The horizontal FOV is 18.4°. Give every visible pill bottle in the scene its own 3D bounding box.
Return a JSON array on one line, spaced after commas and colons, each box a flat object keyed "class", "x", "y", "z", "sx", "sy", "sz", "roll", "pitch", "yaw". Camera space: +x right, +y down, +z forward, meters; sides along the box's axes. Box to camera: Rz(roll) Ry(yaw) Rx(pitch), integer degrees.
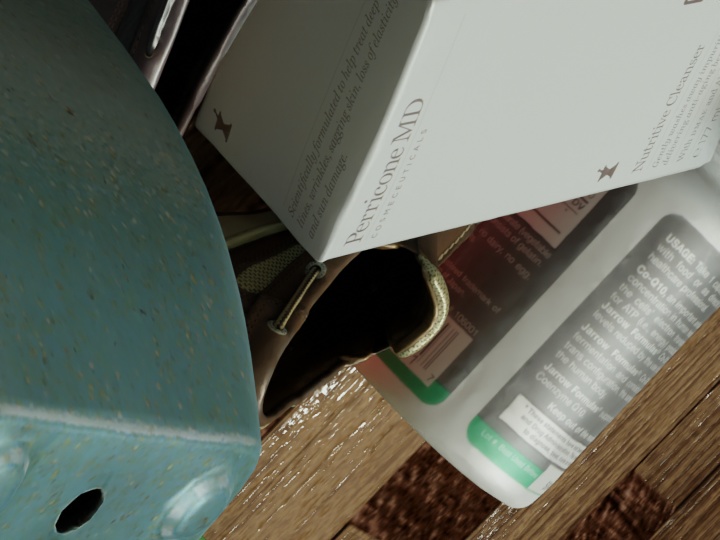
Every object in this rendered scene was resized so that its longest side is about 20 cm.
[{"class": "pill bottle", "x": 0.095, "y": -0.007, "z": 0.938, "sx": 0.200, "sy": 0.113, "sz": 0.113, "roll": -47, "pitch": 157, "yaw": 4}]

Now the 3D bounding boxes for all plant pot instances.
[{"class": "plant pot", "x": -0.138, "y": 0.010, "z": 0.469, "sx": 0.196, "sy": 0.200, "sz": 0.196, "roll": -51, "pitch": 157, "yaw": 10}]

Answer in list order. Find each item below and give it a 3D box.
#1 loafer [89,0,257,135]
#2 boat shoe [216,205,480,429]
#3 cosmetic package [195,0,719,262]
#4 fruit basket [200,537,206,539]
[{"class": "loafer", "x": -0.036, "y": -0.096, "z": 0.635, "sx": 0.200, "sy": 0.063, "sz": 0.072, "roll": -53, "pitch": 156, "yaw": 16}, {"class": "boat shoe", "x": -0.001, "y": 0.005, "z": 0.773, "sx": 0.202, "sy": 0.075, "sz": 0.075, "roll": -32, "pitch": 141, "yaw": -48}, {"class": "cosmetic package", "x": 0.053, "y": -0.083, "z": 0.762, "sx": 0.200, "sy": 0.081, "sz": 0.113, "roll": -18, "pitch": 143, "yaw": -40}, {"class": "fruit basket", "x": -0.114, "y": 0.204, "z": 0.915, "sx": 0.216, "sy": 0.156, "sz": 0.216, "roll": -44, "pitch": 174, "yaw": -5}]
